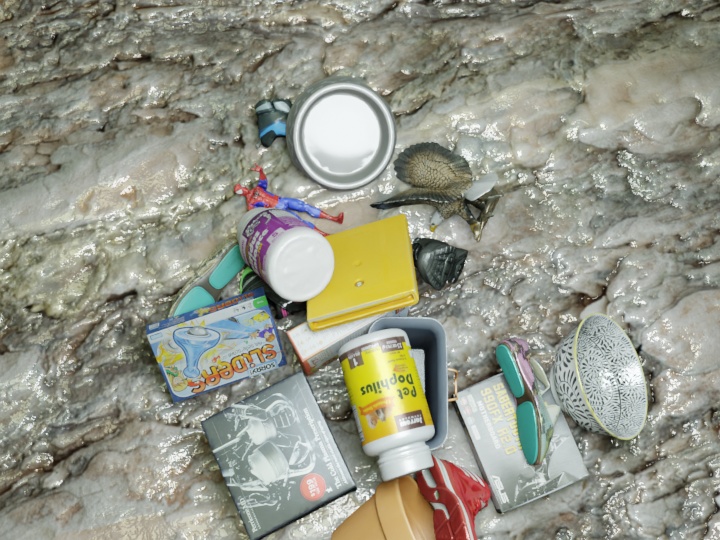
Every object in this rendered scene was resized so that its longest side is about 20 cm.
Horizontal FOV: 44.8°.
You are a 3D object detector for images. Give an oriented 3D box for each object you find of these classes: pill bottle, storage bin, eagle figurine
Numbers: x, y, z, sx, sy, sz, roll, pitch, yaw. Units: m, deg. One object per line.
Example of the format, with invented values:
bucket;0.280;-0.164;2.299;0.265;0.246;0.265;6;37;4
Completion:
pill bottle;-0.128;-0.035;1.385;0.111;0.200;0.114;-9;112;-25
pill bottle;0.042;0.195;1.266;0.107;0.109;0.203;-15;75;-4
storage bin;0.081;0.187;1.394;0.143;0.134;0.204;0;75;0
eagle figurine;0.132;-0.130;1.488;0.198;0.152;0.152;30;97;3

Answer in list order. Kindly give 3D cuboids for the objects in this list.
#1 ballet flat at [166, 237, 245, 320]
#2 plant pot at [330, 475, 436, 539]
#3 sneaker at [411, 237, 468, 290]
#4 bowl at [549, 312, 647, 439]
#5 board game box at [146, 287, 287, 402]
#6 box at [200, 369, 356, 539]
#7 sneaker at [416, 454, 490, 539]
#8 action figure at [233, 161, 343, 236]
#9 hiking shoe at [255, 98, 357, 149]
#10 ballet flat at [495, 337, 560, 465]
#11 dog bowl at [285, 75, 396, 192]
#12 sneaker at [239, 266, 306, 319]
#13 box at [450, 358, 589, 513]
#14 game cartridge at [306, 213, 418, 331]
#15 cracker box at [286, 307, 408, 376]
ballet flat;-0.265;0.027;1.475;0.075;0.068;0.201;16;64;51
plant pot;0.046;0.424;1.311;0.139;0.200;0.202;-30;76;10
sneaker;0.113;-0.018;1.429;0.090;0.200;0.077;25;94;16
bowl;0.366;0.178;1.400;0.199;0.094;0.204;22;57;-38
board game box;-0.231;0.122;1.422;0.197;0.035;0.137;-19;117;-5
box;-0.127;0.293;1.380;0.180;0.104;0.202;-26;76;-6
sneaker;0.167;0.368;1.334;0.114;0.079;0.201;15;35;-28
action figure;-0.130;-0.117;1.499;0.197;0.099;0.066;20;74;8
hiking shoe;-0.089;-0.260;1.559;0.196;0.074;0.088;-1;94;2
ballet flat;0.273;0.201;1.382;0.070;0.069;0.203;-8;73;-23
dog bowl;-0.030;-0.232;1.503;0.196;0.059;0.204;-1;102;-7
sneaker;-0.108;0.046;1.463;0.196;0.077;0.085;7;66;13
box;0.255;0.267;1.416;0.156;0.048;0.203;-20;76;-5
game cartridge;0.000;0.000;1.384;0.173;0.033;0.201;-16;36;10
cracker box;-0.018;0.089;1.421;0.198;0.134;0.058;-29;75;-8
